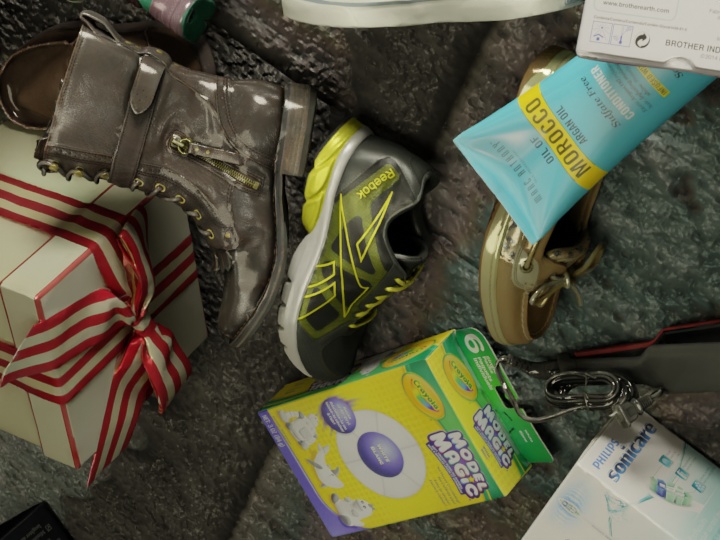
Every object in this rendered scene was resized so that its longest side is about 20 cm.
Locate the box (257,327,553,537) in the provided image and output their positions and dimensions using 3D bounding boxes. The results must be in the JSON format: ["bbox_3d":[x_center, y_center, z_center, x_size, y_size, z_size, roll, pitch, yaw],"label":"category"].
[{"bbox_3d":[0.032,0.116,1.230,0.200,0.048,0.118,-22,103,40],"label":"box"}]

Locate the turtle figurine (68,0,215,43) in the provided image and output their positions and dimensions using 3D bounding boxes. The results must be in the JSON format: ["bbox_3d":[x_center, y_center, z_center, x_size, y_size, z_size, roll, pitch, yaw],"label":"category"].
[{"bbox_3d":[-0.184,-0.231,1.140,0.200,0.101,0.150,25,129,13],"label":"turtle figurine"}]

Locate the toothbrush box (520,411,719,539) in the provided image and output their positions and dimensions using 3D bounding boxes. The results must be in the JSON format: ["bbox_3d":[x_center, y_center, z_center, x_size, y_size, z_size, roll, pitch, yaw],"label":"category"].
[{"bbox_3d":[0.206,0.207,1.138,0.200,0.085,0.147,39,132,11],"label":"toothbrush box"}]

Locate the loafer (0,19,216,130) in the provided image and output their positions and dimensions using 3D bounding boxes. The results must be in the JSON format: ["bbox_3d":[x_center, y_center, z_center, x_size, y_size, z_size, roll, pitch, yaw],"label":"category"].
[{"bbox_3d":[-0.194,-0.135,1.212,0.200,0.071,0.073,-7,110,40],"label":"loafer"}]

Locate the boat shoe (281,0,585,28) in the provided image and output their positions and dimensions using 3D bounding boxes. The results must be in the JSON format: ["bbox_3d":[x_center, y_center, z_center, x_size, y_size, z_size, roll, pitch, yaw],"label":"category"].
[{"bbox_3d":[0.040,-0.185,1.034,0.200,0.070,0.072,1,106,30],"label":"boat shoe"}]

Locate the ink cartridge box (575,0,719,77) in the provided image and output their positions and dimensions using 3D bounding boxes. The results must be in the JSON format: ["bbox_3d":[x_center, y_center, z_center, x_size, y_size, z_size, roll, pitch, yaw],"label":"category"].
[{"bbox_3d":[0.188,-0.201,0.898,0.119,0.042,0.201,13,99,28],"label":"ink cartridge box"}]

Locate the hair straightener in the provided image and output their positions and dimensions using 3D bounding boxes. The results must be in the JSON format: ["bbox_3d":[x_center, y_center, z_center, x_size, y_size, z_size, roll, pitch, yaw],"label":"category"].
[{"bbox_3d":[0.165,0.064,1.084,0.200,0.077,0.041,-4,116,36],"label":"hair straightener"}]

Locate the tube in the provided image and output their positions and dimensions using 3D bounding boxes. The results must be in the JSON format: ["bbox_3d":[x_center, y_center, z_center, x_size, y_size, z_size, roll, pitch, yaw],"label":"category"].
[{"bbox_3d":[0.147,-0.102,0.977,0.200,0.050,0.078,-39,79,26],"label":"tube"}]

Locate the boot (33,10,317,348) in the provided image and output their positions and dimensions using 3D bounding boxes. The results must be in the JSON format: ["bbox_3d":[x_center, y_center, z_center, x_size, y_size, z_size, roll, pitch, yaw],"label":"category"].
[{"bbox_3d":[-0.127,-0.058,1.139,0.174,0.069,0.201,11,102,-6],"label":"boot"}]

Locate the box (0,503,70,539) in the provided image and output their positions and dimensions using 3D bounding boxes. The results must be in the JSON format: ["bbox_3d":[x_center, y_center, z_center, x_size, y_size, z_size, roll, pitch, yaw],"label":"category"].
[{"bbox_3d":[-0.292,0.335,1.519,0.107,0.148,0.200,-31,97,43],"label":"box"}]

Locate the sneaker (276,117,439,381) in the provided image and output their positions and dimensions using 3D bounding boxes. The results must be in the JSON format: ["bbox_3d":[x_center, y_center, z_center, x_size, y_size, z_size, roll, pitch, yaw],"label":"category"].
[{"bbox_3d":[0.000,0.000,1.162,0.084,0.074,0.200,23,128,21],"label":"sneaker"}]

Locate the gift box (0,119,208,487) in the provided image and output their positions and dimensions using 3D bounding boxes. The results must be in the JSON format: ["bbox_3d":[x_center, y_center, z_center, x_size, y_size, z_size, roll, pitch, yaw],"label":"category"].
[{"bbox_3d":[-0.225,0.029,1.247,0.186,0.200,0.185,17,139,26],"label":"gift box"}]

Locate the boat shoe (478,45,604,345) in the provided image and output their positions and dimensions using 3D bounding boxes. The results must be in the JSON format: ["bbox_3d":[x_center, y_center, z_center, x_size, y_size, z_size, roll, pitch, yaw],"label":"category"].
[{"bbox_3d":[0.119,-0.035,1.059,0.063,0.073,0.200,21,125,23],"label":"boat shoe"}]
